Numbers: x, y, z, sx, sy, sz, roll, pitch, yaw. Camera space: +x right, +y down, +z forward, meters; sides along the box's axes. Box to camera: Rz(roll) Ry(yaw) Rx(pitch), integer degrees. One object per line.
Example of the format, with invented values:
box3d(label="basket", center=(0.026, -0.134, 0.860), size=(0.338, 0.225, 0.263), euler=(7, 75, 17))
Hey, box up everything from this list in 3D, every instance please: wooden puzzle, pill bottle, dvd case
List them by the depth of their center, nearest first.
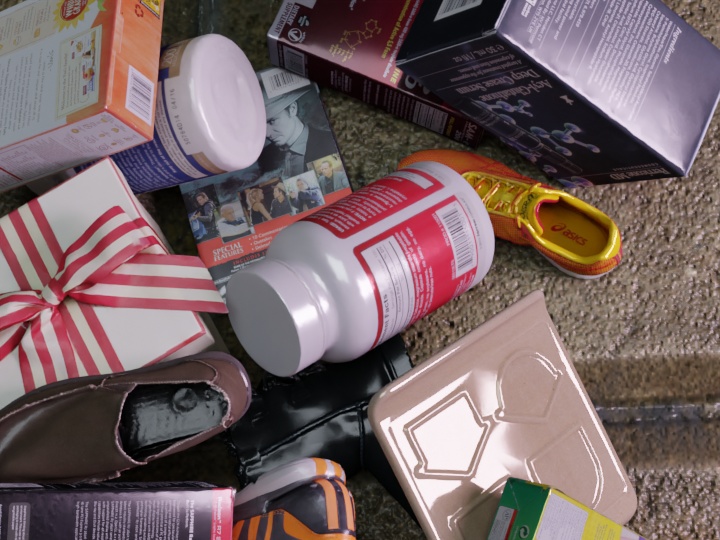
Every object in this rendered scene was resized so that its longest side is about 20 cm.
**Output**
box3d(label="wooden puzzle", center=(0.103, 0.140, 0.886), size=(0.185, 0.046, 0.201), euler=(-29, 99, -34))
box3d(label="pill bottle", center=(0.000, 0.000, 0.922), size=(0.199, 0.112, 0.112), euler=(-29, 70, -35))
box3d(label="pill bottle", center=(-0.188, -0.119, 0.997), size=(0.199, 0.111, 0.112), euler=(-11, 71, 25))
box3d(label="dvd case", center=(-0.084, -0.076, 1.041), size=(0.145, 0.022, 0.201), euler=(-19, 73, -1))

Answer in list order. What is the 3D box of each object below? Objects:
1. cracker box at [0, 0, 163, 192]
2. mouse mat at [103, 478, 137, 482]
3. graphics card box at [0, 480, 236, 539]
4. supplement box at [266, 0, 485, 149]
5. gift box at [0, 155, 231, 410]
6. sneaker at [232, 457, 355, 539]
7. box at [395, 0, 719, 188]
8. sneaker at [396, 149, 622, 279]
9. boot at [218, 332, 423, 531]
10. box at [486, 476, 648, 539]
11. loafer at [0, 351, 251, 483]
box3d(label="cracker box", center=(-0.249, -0.143, 0.938), size=(0.199, 0.058, 0.135), euler=(-13, 62, 27))
box3d(label="mouse mat", center=(-0.163, 0.245, 0.934), size=(0.199, 0.008, 0.162), euler=(7, 93, 6))
box3d(label="graphics card box", center=(-0.180, 0.198, 0.761), size=(0.199, 0.051, 0.126), euler=(5, 86, -33))
box3d(label="supplement box", center=(0.031, -0.197, 1.034), size=(0.199, 0.061, 0.109), euler=(22, 77, 3))
box3d(label="gift box", center=(-0.197, 0.045, 0.929), size=(0.184, 0.187, 0.200), euler=(-36, 72, -5))
box3d(label="sneaker", center=(-0.084, 0.221, 0.844), size=(0.200, 0.077, 0.113), euler=(-36, 49, 28))
box3d(label="box", center=(0.155, -0.161, 0.933), size=(0.199, 0.148, 0.108), euler=(31, 76, -23))
box3d(label="sneaker", center=(0.123, -0.058, 0.987), size=(0.199, 0.077, 0.073), euler=(20, 78, 13))
box3d(label="boot", center=(-0.012, 0.153, 0.939), size=(0.162, 0.073, 0.199), euler=(-24, 73, 1))
box3d(label="box", center=(0.163, 0.237, 0.863), size=(0.048, 0.200, 0.118), euler=(3, 66, 53))
box3d(label="loafer", center=(-0.171, 0.102, 0.809), size=(0.199, 0.071, 0.073), euler=(-21, 94, -6))
